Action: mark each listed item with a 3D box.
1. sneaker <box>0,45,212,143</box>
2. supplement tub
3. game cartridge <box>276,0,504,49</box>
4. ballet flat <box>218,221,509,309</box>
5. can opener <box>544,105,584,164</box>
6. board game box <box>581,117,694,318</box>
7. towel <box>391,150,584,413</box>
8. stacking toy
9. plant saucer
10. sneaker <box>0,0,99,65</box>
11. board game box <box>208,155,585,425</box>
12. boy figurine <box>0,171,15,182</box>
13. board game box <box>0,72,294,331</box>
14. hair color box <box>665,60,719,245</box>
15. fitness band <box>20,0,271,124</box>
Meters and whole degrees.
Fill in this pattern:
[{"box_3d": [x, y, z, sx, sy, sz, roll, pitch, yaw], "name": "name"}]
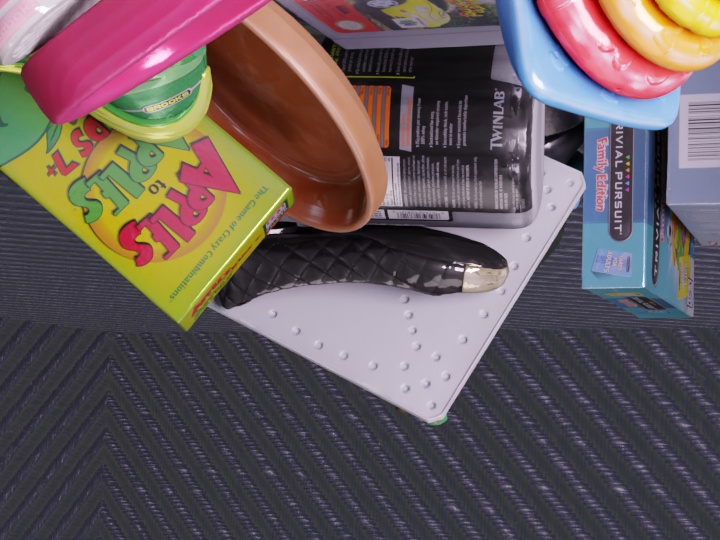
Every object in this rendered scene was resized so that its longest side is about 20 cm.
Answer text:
[{"box_3d": [-0.170, -0.143, 0.945, 0.198, 0.074, 0.084, 21, 134, -2], "name": "sneaker"}, {"box_3d": [0.018, -0.090, 1.115, 0.198, 0.124, 0.123, 2, 173, 9], "name": "supplement tub"}, {"box_3d": [0.023, -0.157, 0.924, 0.132, 0.041, 0.200, -4, 172, 20], "name": "game cartridge"}, {"box_3d": [0.000, 0.000, 1.128, 0.198, 0.057, 0.066, 3, -167, 16], "name": "ballet flat"}, {"box_3d": [0.074, -0.100, 1.273, 0.198, 0.064, 0.079, -8, 127, 18], "name": "can opener"}, {"box_3d": [0.204, -0.051, 1.249, 0.046, 0.153, 0.200, -1, 173, 20], "name": "board game box"}, {"box_3d": [0.095, 0.009, 1.300, 0.022, 0.200, 0.147, 38, 156, 14], "name": "towel"}, {"box_3d": [0.158, -0.149, 0.745, 0.109, 0.117, 0.199, 7, 158, -37], "name": "stacking toy"}, {"box_3d": [-0.062, -0.104, 0.989, 0.200, 0.032, 0.201, 37, 159, 16], "name": "plant saucer"}, {"box_3d": [-0.149, -0.166, 0.810, 0.075, 0.105, 0.200, -44, -178, 23], "name": "sneaker"}, {"box_3d": [0.021, -0.017, 1.169, 0.199, 0.201, 0.026, 26, 161, 24], "name": "board game box"}, {"box_3d": [-0.189, -0.097, 1.401, 0.198, 0.065, 0.124, 6, 171, 2], "name": "boy figurine"}, {"box_3d": [-0.146, -0.070, 1.008, 0.200, 0.102, 0.048, 40, 174, 5], "name": "board game box"}, {"box_3d": [0.256, -0.079, 1.213, 0.060, 0.100, 0.200, 0, 173, 18], "name": "hair color box"}, {"box_3d": [-0.069, -0.127, 0.781, 0.199, 0.038, 0.144, -30, -172, 36], "name": "fitness band"}]
